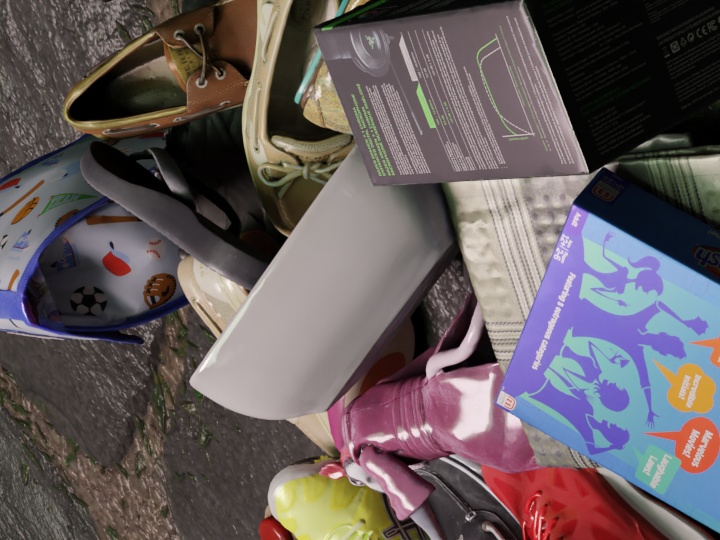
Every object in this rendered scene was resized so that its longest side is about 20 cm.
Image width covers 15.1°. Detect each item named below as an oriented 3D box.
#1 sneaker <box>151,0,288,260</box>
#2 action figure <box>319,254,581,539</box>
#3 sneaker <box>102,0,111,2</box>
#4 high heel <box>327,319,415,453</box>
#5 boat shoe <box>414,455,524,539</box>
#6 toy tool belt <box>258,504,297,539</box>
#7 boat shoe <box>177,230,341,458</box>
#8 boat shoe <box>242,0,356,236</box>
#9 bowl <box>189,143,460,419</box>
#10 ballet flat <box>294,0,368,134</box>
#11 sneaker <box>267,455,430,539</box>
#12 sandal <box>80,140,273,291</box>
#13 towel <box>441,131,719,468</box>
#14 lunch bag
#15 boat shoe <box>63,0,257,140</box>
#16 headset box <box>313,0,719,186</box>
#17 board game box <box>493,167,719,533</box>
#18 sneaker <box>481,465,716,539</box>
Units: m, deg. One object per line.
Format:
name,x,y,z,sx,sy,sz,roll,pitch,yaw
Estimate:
sneaker,-0.095,-0.083,1.767,0.076,0.091,0.200,-139,34,-62
action figure,0.045,0.090,1.631,0.200,0.134,0.149,-24,136,33
sneaker,-0.156,-0.242,1.768,0.083,0.071,0.200,50,153,10
high heel,-0.016,0.019,1.753,0.096,0.067,0.200,22,113,35
boat shoe,0.086,0.188,1.746,0.200,0.068,0.072,48,147,25
toy tool belt,-0.032,0.232,1.906,0.200,0.123,0.125,32,139,40
boat shoe,-0.047,0.060,1.797,0.065,0.072,0.200,-16,123,35
boat shoe,-0.032,-0.102,1.632,0.063,0.073,0.201,-101,14,-62
bowl,0.000,0.000,1.576,0.075,0.200,0.200,38,107,3
ballet flat,0.024,-0.165,1.541,0.071,0.071,0.200,39,120,33
sneaker,0.023,0.196,1.780,0.200,0.076,0.075,39,109,-11
sandal,-0.103,-0.039,1.678,0.200,0.076,0.043,33,96,47
towel,0.155,0.019,1.483,0.192,0.035,0.200,-4,117,33
lunch bag,-0.189,-0.015,1.866,0.170,0.200,0.124,4,118,54
boat shoe,-0.095,-0.127,1.684,0.200,0.068,0.072,-27,86,28
headset box,0.101,-0.119,1.372,0.200,0.174,0.093,-1,115,58
board game box,0.184,0.057,1.435,0.200,0.045,0.152,29,131,13
sneaker,0.118,0.166,1.634,0.200,0.115,0.078,27,136,44
